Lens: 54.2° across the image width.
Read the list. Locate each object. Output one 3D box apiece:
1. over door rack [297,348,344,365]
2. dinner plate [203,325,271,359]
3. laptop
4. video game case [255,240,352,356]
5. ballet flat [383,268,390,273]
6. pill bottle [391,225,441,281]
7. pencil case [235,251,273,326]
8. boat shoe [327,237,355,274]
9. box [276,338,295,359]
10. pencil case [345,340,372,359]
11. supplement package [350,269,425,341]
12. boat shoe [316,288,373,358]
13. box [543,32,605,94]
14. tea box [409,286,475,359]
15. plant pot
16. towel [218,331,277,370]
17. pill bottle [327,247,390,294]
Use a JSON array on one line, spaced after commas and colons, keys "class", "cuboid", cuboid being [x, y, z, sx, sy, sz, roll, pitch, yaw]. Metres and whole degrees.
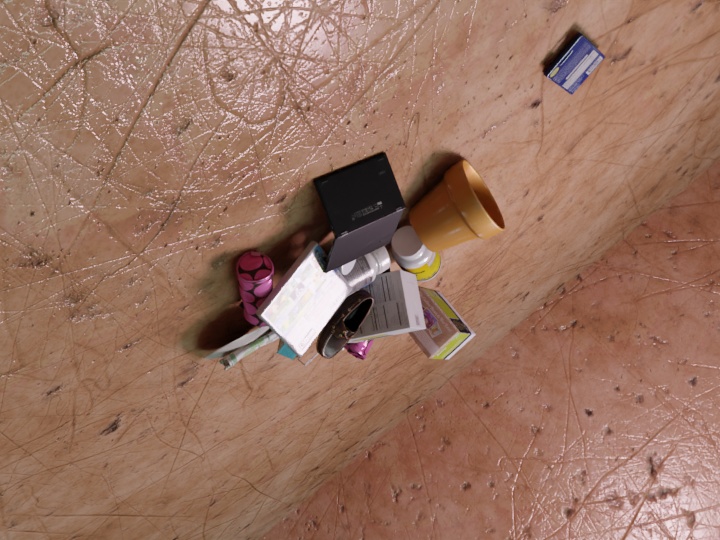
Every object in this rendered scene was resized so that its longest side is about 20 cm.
[{"class": "over door rack", "cuboid": [-0.096, 0.198, 2.018, 0.200, 0.067, 0.148, -34, 156, -11]}, {"class": "dinner plate", "cuboid": [-0.274, 0.165, 1.649, 0.200, 0.024, 0.200, -29, 179, 0]}, {"class": "laptop", "cuboid": [-0.012, -0.122, 1.513, 0.187, 0.200, 0.116, -26, -170, -29]}, {"class": "video game case", "cuboid": [-0.118, 0.064, 1.535, 0.200, 0.022, 0.182, -53, 138, -16]}, {"class": "ballet flat", "cuboid": [0.000, 0.000, 1.807, 0.200, 0.057, 0.066, -14, 149, -39]}, {"class": "pill bottle", "cuboid": [0.146, -0.047, 1.872, 0.112, 0.112, 0.200, -40, 157, 2]}, {"class": "pencil case", "cuboid": [-0.223, 0.038, 1.516, 0.091, 0.094, 0.200, 10, 148, 1]}, {"class": "boat shoe", "cuboid": [-0.024, -0.093, 1.593, 0.072, 0.068, 0.200, -1, 114, -62]}, {"class": "box", "cuboid": [-0.141, 0.134, 1.776, 0.049, 0.082, 0.200, 26, 130, -20]}, {"class": "pencil case", "cuboid": [0.025, 0.156, 1.985, 0.200, 0.091, 0.094, -56, 161, -23]}, {"class": "supplement package", "cuboid": [0.044, 0.096, 1.819, 0.200, 0.151, 0.152, -13, 170, 19]}, {"class": "boat shoe", "cuboid": [-0.038, 0.133, 1.718, 0.070, 0.070, 0.200, 23, 99, -40]}, {"class": "box", "cuboid": [0.512, -0.499, 1.693, 0.121, 0.032, 0.200, -50, 156, 23]}, {"class": "tea box", "cuboid": [0.244, 0.175, 2.314, 0.134, 0.200, 0.197, -45, 155, 14]}, {"class": "plant pot", "cuboid": [0.230, -0.143, 1.751, 0.183, 0.200, 0.200, -31, 161, 22]}, {"class": "towel", "cuboid": [-0.234, 0.174, 1.667, 0.200, 0.031, 0.149, -28, 179, -21]}, {"class": "pill bottle", "cuboid": [-0.035, 0.000, 1.685, 0.200, 0.114, 0.114, -29, 155, -21]}]
